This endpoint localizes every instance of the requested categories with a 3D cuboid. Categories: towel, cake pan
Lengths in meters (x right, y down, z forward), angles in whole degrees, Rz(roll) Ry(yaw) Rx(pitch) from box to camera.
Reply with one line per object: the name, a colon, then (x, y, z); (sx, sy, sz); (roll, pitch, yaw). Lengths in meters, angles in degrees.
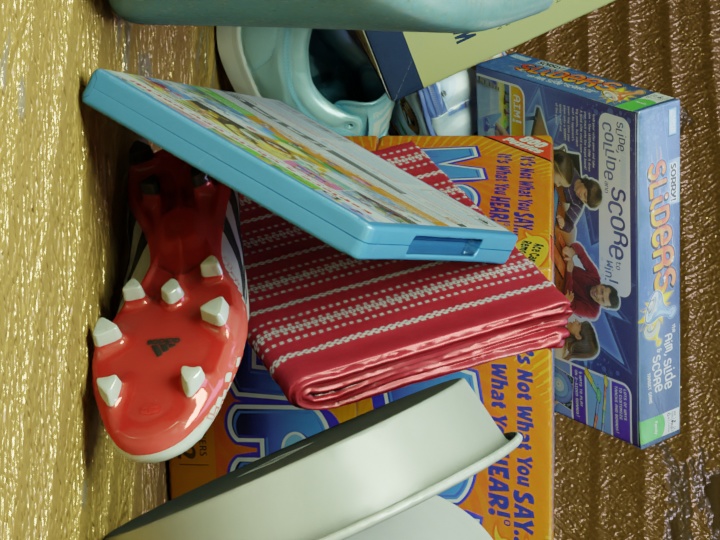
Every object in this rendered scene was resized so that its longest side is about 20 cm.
towel: (0.000, 0.000, 1.244); (0.200, 0.144, 0.023); (-130, -151, -56)
cake pan: (-0.027, 0.098, 1.125); (0.200, 0.199, 0.037); (-16, 82, -86)

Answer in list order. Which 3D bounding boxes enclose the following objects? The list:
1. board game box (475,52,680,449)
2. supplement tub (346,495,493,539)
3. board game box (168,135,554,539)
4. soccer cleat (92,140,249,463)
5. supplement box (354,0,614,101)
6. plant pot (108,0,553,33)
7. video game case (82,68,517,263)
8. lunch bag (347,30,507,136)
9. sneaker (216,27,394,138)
board game box: (0.124, -0.013, 1.479); (0.135, 0.034, 0.202); (22, -58, 47)
supplement tub: (0.001, 0.217, 1.276); (0.145, 0.143, 0.201); (-85, -177, -48)
board game box: (0.006, 0.054, 1.397); (0.200, 0.198, 0.202); (-79, 168, -67)
soccer cleat: (-0.078, 0.022, 1.149); (0.201, 0.068, 0.086); (-92, 170, -49)
supplement box: (0.060, -0.240, 1.441); (0.201, 0.199, 0.135); (66, 0, -45)
plant pot: (-0.026, -0.192, 1.121); (0.200, 0.195, 0.197); (-50, 141, -69)
video game case: (-0.021, -0.043, 1.143); (0.018, 0.143, 0.200); (-62, 162, 9)
lunch bag: (0.053, -0.084, 1.599); (0.160, 0.075, 0.201); (44, -23, 54)
sneaker: (-0.010, -0.083, 1.541); (0.200, 0.082, 0.074); (54, 55, -35)
